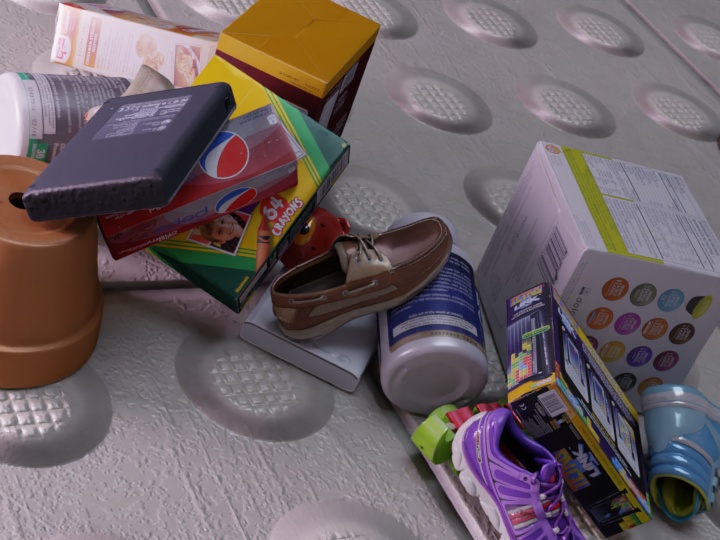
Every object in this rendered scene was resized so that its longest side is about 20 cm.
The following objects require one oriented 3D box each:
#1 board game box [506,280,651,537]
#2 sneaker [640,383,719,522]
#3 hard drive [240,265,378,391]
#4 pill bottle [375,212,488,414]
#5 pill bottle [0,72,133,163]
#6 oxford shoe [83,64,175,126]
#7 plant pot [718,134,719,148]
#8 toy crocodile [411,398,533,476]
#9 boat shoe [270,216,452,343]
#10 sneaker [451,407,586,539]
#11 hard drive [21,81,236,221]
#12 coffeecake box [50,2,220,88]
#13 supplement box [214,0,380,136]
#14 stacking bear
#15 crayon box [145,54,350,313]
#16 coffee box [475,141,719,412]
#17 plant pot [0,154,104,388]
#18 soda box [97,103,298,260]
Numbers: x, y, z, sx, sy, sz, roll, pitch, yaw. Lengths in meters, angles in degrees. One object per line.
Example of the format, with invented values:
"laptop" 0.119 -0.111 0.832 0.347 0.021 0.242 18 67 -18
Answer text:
"board game box" 0.215 0.137 1.393 0.201 0.056 0.166 54 22 -26
"sneaker" 0.358 0.210 1.469 0.199 0.079 0.132 27 58 -38
"hard drive" -0.034 0.040 1.498 0.131 0.026 0.200 26 33 4
"pill bottle" 0.070 0.039 1.458 0.110 0.112 0.202 12 46 -16
"pill bottle" -0.296 -0.156 1.530 0.198 0.114 0.114 -2 41 -32
"oxford shoe" -0.267 -0.127 1.461 0.075 0.200 0.070 43 -8 1
"plant pot" 0.680 -0.230 2.160 0.198 0.175 0.201 16 33 -10
"toy crocodile" 0.132 0.159 1.401 0.198 0.062 0.068 -3 42 -34
"boat shoe" 0.000 0.000 1.395 0.199 0.072 0.076 -30 44 -3
"sneaker" 0.164 0.218 1.293 0.201 0.083 0.080 53 42 3
"hard drive" -0.208 -0.112 1.285 0.138 0.033 0.201 -5 29 18
"coffeecake box" -0.245 -0.261 1.666 0.198 0.074 0.154 15 12 8
"supplement box" -0.092 -0.195 1.624 0.132 0.201 0.198 25 34 5
"stacking bear" -0.111 -0.055 1.489 0.198 0.114 0.123 22 73 9
"crayon box" -0.135 -0.089 1.415 0.172 0.058 0.201 33 74 8
"coffee box" 0.269 0.010 1.561 0.195 0.201 0.201 11 35 -19
"plant pot" -0.324 -0.011 1.292 0.198 0.141 0.201 16 35 -12
"soda box" -0.161 -0.085 1.348 0.198 0.064 0.071 -23 72 -9
